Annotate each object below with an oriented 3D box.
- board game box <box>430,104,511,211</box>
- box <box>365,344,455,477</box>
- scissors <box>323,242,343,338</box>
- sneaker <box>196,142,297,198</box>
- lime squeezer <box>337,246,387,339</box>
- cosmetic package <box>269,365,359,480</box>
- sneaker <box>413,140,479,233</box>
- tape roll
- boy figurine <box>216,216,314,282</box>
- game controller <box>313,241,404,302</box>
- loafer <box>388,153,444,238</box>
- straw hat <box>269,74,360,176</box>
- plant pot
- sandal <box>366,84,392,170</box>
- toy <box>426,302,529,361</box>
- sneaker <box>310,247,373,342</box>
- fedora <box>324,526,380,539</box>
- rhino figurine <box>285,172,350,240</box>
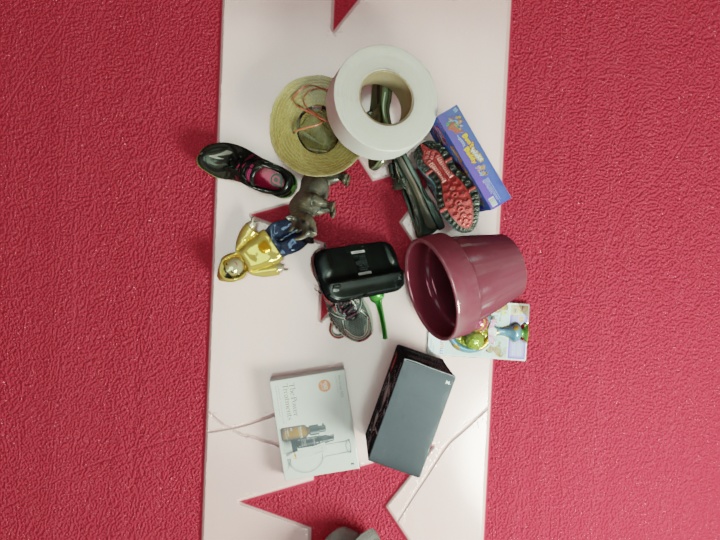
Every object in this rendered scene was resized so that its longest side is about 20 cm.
[{"bbox_3d":[0.205,-0.210,1.578,0.045,0.134,0.200,-31,94,-2],"label":"board game box"},{"bbox_3d":[0.090,0.260,1.565,0.104,0.182,0.201,19,92,-3],"label":"box"},{"bbox_3d":[-0.032,0.042,1.638,0.073,0.014,0.201,-4,91,0],"label":"scissors"},{"bbox_3d":[-0.216,-0.198,1.583,0.199,0.084,0.077,17,91,-3],"label":"sneaker"},{"bbox_3d":[0.020,0.034,1.610,0.038,0.071,0.200,-25,96,16],"label":"lime squeezer"},{"bbox_3d":[-0.091,0.300,1.626,0.150,0.052,0.201,-9,93,-5],"label":"cosmetic package"},{"bbox_3d":[0.175,-0.155,1.582,0.079,0.096,0.200,-26,69,6],"label":"sneaker"},{"bbox_3d":[0.040,-0.310,1.524,0.202,0.071,0.203,2,82,-15],"label":"tape roll"},{"bbox_3d":[-0.195,-0.043,1.602,0.200,0.064,0.125,-27,96,-5],"label":"boy figurine"},{"bbox_3d":[0.000,0.000,1.571,0.200,0.042,0.105,-9,68,-41],"label":"game controller"},{"bbox_3d":[0.093,-0.157,1.609,0.063,0.072,0.200,-30,95,5],"label":"loafer"},{"bbox_3d":[-0.080,-0.265,1.587,0.200,0.085,0.202,1,80,-3],"label":"straw hat"},{"bbox_3d":[0.206,0.014,1.565,0.179,0.200,0.201,-16,93,-22],"label":"plant pot"},{"bbox_3d":[0.023,-0.291,1.592,0.057,0.080,0.202,3,83,-25],"label":"sandal"},{"bbox_3d":[0.237,0.118,1.635,0.199,0.047,0.116,4,90,-3],"label":"toy"},{"bbox_3d":[-0.043,0.050,1.594,0.080,0.075,0.200,-30,93,0],"label":"sneaker"},{"bbox_3d":[-0.042,0.581,1.601,0.090,0.177,0.201,23,100,26],"label":"fedora"},{"bbox_3d":[-0.089,-0.128,1.564,0.087,0.060,0.200,17,54,8],"label":"rhino figurine"}]
